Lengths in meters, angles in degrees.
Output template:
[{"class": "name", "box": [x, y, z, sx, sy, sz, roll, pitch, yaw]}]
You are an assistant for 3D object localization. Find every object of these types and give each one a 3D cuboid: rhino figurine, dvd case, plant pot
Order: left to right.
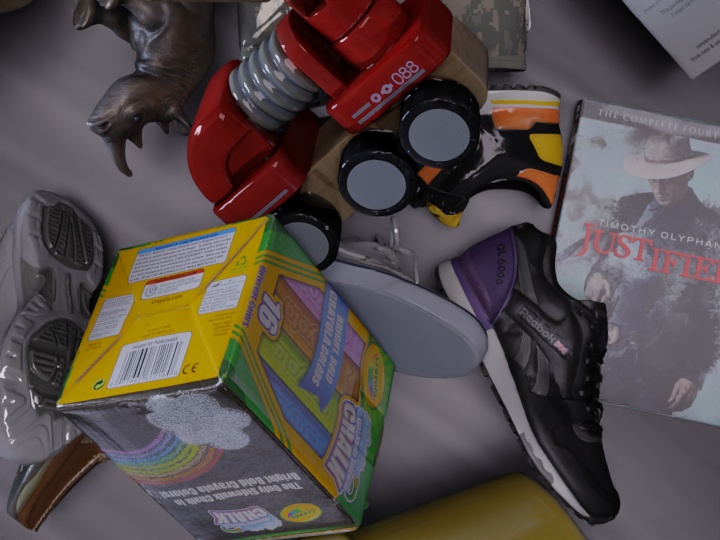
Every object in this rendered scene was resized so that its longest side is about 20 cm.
[{"class": "rhino figurine", "box": [-0.126, -0.157, 0.858, 0.087, 0.060, 0.201, 9, 89, -37]}, {"class": "plant pot", "box": [0.056, 0.229, 0.880, 0.188, 0.201, 0.201, -29, 91, -13]}, {"class": "dvd case", "box": [0.199, -0.005, 0.949, 0.145, 0.022, 0.201, 12, 91, 0]}]

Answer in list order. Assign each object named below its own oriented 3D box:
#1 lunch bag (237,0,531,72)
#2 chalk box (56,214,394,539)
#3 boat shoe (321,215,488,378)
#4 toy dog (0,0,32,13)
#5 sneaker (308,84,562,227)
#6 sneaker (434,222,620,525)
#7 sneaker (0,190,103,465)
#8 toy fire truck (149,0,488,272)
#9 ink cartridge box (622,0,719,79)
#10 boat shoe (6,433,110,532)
[{"class": "lunch bag", "box": [0.018, -0.210, 0.899, 0.199, 0.118, 0.165, -1, 94, -5]}, {"class": "chalk box", "box": [-0.063, 0.083, 0.850, 0.124, 0.124, 0.200, -11, 136, 28]}, {"class": "boat shoe", "box": [0.000, 0.003, 0.914, 0.201, 0.075, 0.086, 16, 48, 22]}, {"class": "toy dog", "box": [-0.191, -0.224, 0.925, 0.199, 0.096, 0.133, 5, 89, -15]}, {"class": "sneaker", "box": [0.037, -0.071, 0.923, 0.199, 0.070, 0.090, -5, 90, -1]}, {"class": "sneaker", "box": [0.130, 0.062, 0.900, 0.087, 0.076, 0.201, -30, 77, 12]}, {"class": "sneaker", "box": [-0.215, 0.049, 0.894, 0.078, 0.201, 0.099, 33, 126, -33]}, {"class": "toy fire truck", "box": [-0.048, -0.109, 0.795, 0.200, 0.129, 0.176, 41, 121, -22]}, {"class": "ink cartridge box", "box": [0.201, -0.247, 0.877, 0.200, 0.083, 0.146, 48, 59, -3]}, {"class": "boat shoe", "box": [-0.159, 0.091, 0.929, 0.074, 0.076, 0.200, 34, 93, -15]}]
